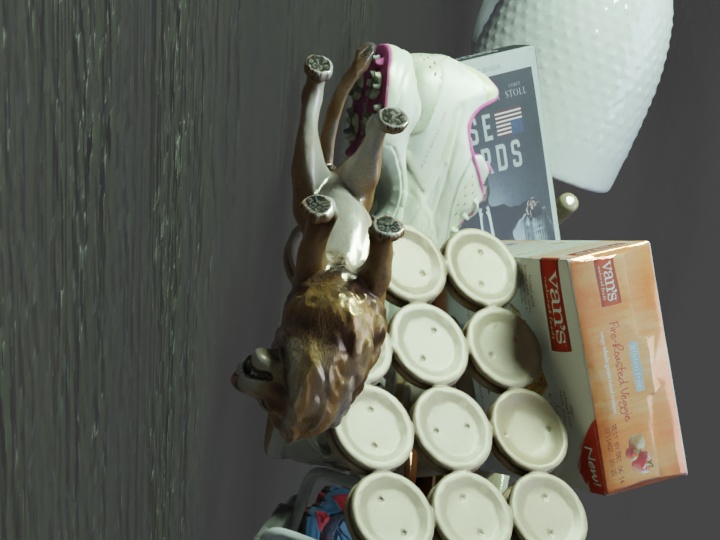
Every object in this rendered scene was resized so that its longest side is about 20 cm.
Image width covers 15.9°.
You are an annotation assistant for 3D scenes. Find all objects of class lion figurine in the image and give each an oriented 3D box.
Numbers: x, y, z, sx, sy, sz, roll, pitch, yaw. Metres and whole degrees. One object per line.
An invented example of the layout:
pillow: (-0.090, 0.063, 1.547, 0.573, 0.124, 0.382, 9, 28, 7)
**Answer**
lion figurine: (-0.014, -0.015, 1.336, 0.201, 0.072, 0.123, -78, -179, -46)

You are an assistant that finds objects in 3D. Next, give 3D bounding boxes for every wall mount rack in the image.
wall mount rack: (-0.040, 0.207, 1.407, 0.200, 0.074, 0.175, -48, 156, -74)

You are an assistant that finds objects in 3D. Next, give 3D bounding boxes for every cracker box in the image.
cracker box: (0.110, 0.052, 1.502, 0.200, 0.057, 0.135, -179, -101, -67)

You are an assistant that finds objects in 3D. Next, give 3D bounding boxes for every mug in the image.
mug: (0.155, -0.182, 2.054, 0.200, 0.147, 0.176, 40, -71, 52)

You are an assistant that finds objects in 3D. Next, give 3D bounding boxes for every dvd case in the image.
dvd case: (0.071, -0.034, 1.638, 0.150, 0.025, 0.201, -17, 103, -46)

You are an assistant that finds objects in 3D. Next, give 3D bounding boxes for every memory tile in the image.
memory tile: (0.040, 0.065, 1.390, 0.017, 0.152, 0.201, -44, -128, 49)

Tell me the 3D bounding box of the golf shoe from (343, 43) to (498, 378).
golf shoe: (0.034, -0.031, 1.521, 0.075, 0.091, 0.201, -144, -122, -66)

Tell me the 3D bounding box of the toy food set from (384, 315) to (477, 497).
toy food set: (0.048, 0.148, 1.436, 0.144, 0.060, 0.201, 75, 18, -55)

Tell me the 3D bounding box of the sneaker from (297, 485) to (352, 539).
sneaker: (0.006, 0.185, 1.629, 0.200, 0.095, 0.080, -53, 152, -74)

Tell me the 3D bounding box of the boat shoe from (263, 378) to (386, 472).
boat shoe: (-0.010, 0.079, 1.470, 0.200, 0.069, 0.071, 40, 63, -80)

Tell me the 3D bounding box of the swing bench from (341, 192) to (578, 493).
swing bench: (0.063, 0.064, 1.807, 0.200, 0.129, 0.200, 97, 5, -63)
